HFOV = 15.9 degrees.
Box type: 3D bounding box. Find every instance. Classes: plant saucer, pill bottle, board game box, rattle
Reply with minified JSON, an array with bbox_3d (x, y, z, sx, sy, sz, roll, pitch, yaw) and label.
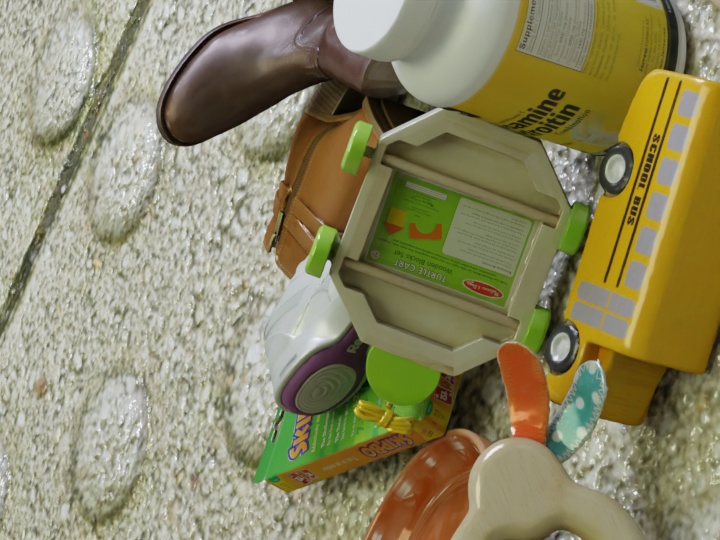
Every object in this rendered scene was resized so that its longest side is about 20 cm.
[{"bbox_3d":[0.040,0.197,1.583,0.201,0.032,0.201,-55,21,32],"label":"plant saucer"},{"bbox_3d":[0.087,-0.142,1.521,0.112,0.199,0.113,-28,55,50],"label":"pill bottle"},{"bbox_3d":[0.001,0.086,1.705,0.199,0.030,0.096,-22,41,49],"label":"board game box"},{"bbox_3d":[0.107,0.155,1.472,0.129,0.143,0.201,-15,70,15],"label":"rattle"}]

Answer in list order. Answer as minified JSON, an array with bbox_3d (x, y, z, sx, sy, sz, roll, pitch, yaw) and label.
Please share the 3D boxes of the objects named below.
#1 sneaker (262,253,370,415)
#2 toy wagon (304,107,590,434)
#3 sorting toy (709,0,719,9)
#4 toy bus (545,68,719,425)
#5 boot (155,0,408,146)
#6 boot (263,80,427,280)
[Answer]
[{"bbox_3d":[0.000,0.000,1.669,0.200,0.075,0.100,-46,42,22],"label":"sneaker"},{"bbox_3d":[0.045,0.002,1.586,0.040,0.154,0.201,-71,1,-79],"label":"toy wagon"},{"bbox_3d":[0.239,-0.247,1.487,0.186,0.036,0.200,-63,30,20],"label":"sorting toy"},{"bbox_3d":[0.172,-0.009,1.468,0.078,0.065,0.201,21,96,56],"label":"toy bus"},{"bbox_3d":[-0.028,-0.130,1.690,0.186,0.064,0.200,-40,28,-12],"label":"boot"},{"bbox_3d":[-0.002,-0.047,1.747,0.156,0.073,0.200,-65,22,15],"label":"boot"}]
